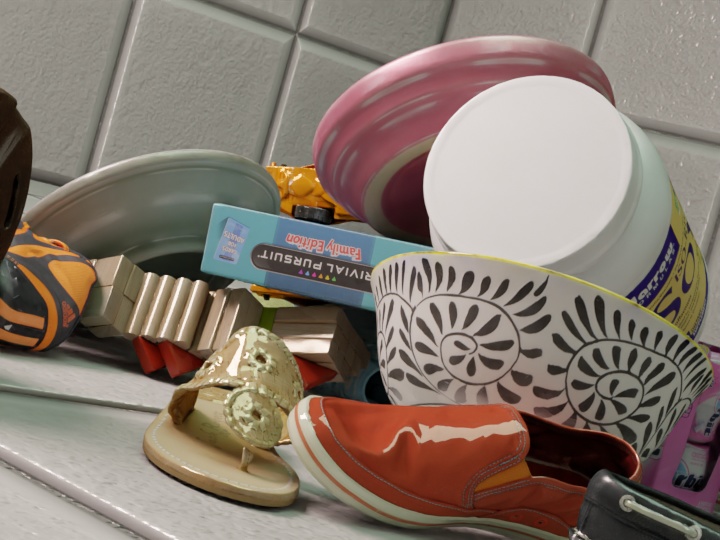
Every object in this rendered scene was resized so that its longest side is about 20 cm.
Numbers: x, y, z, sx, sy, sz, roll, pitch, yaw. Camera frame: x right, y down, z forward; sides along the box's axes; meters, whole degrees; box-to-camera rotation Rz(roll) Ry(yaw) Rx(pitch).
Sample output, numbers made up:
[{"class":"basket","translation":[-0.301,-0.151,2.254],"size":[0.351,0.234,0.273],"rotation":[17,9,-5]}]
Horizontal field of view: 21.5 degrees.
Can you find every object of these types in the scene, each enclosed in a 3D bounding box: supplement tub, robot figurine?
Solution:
[{"class":"supplement tub","translation":[0.125,-0.016,1.143],"size":[0.145,0.146,0.200],"rotation":[17,-16,27]},{"class":"robot figurine","translation":[0.024,-0.021,1.391],"size":[0.199,0.146,0.058],"rotation":[6,-6,12]}]

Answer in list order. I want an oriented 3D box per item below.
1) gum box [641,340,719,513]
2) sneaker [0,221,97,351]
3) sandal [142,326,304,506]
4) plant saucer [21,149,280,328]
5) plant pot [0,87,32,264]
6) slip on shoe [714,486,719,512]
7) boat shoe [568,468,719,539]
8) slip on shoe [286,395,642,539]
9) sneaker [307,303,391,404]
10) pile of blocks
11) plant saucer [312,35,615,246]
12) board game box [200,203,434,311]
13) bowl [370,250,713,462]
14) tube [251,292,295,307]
[{"class":"gum box","translation":[0.170,0.089,1.287],"size":[0.066,0.114,0.200],"rotation":[14,3,-37]},{"class":"sneaker","translation":[-0.235,-0.023,1.187],"size":[0.112,0.078,0.200],"rotation":[24,33,-48]},{"class":"sandal","translation":[-0.063,0.060,0.948],"size":[0.077,0.070,0.212],"rotation":[16,3,-6]},{"class":"plant saucer","translation":[-0.143,-0.006,1.283],"size":[0.200,0.200,0.050],"rotation":[13,47,-50]},{"class":"plant pot","translation":[-0.292,-0.061,0.980],"size":[0.198,0.201,0.200],"rotation":[25,5,18]},{"class":"slip on shoe","translation":[0.266,0.137,1.276],"size":[0.074,0.061,0.200],"rotation":[17,3,-34]},{"class":"boat shoe","translation":[0.191,0.142,0.850],"size":[0.199,0.061,0.076],"rotation":[16,2,-5]},{"class":"slip on shoe","translation":[0.054,0.090,0.928],"size":[0.199,0.061,0.074],"rotation":[16,32,-27]},{"class":"sneaker","translation":[0.009,0.065,1.268],"size":[0.200,0.074,0.082],"rotation":[16,-1,32]},{"class":"pile of blocks","translation":[-0.097,0.050,1.207],"size":[0.199,0.062,0.082],"rotation":[14,-30,6]},{"class":"plant saucer","translation":[0.071,-0.074,1.224],"size":[0.200,0.051,0.201],"rotation":[-9,-28,-5]},{"class":"board game box","translation":[0.000,0.000,1.257],"size":[0.150,0.047,0.200],"rotation":[12,0,16]},{"class":"bowl","translation":[0.087,0.074,1.056],"size":[0.200,0.094,0.201],"rotation":[18,-18,6]},{"class":"tube","translation":[-0.087,0.044,1.488],"size":[0.058,0.052,0.200],"rotation":[-26,-2,11]}]
